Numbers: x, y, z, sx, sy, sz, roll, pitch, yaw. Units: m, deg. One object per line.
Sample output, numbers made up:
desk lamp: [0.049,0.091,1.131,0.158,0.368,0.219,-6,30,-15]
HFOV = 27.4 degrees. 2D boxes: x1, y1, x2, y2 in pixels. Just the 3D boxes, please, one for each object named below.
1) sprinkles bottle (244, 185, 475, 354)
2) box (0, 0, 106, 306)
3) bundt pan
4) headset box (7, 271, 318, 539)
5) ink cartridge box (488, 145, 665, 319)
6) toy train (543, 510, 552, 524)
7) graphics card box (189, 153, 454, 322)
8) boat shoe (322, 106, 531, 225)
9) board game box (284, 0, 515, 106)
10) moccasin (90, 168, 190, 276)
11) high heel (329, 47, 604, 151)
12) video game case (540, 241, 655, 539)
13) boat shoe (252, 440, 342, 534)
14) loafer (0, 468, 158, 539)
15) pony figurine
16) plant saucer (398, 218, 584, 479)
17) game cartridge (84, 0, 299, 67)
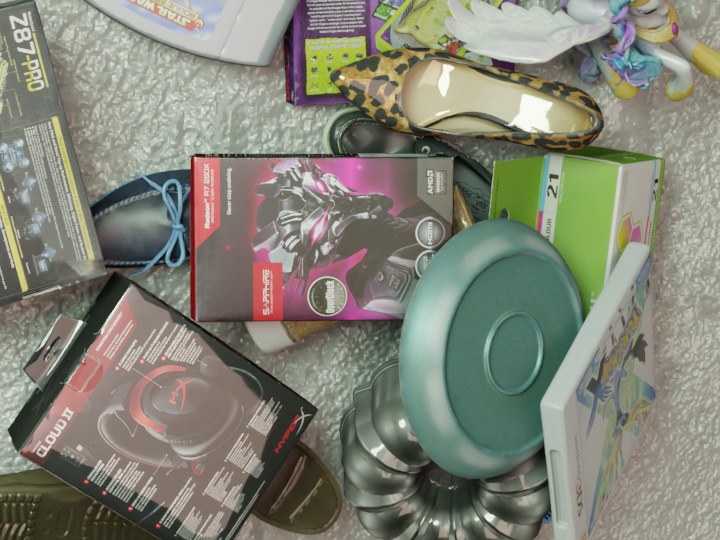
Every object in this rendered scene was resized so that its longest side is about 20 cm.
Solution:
sprinkles bottle: [0.000,0.000,1.185,0.199,0.068,0.069,-23,111,7]
box: [-0.277,-0.071,1.016,0.160,0.049,0.202,-18,107,-16]
bundt pan: [0.074,0.168,1.232,0.200,0.076,0.203,4,119,7]
headset box: [-0.157,0.107,1.111,0.199,0.075,0.149,35,85,-21]
ink cartridge box: [0.176,-0.020,1.221,0.200,0.075,0.149,-14,112,-59]
toy train: [0.138,0.123,1.294,0.114,0.087,0.200,-43,114,0]
graphics card box: [-0.029,-0.025,1.112,0.198,0.051,0.127,0,96,-6]
boat shoe: [0.061,-0.073,1.225,0.199,0.066,0.075,33,90,-24]
board game box: [0.034,-0.201,1.206,0.198,0.032,0.121,-6,109,-21]
moccasin: [-0.125,-0.049,1.158,0.199,0.068,0.081,-19,109,-14]
high heel: [0.086,-0.135,1.148,0.199,0.142,0.072,8,94,-24]
video game case: [0.198,0.108,1.202,0.200,0.022,0.183,-54,145,-40]
boat shoe: [-0.102,0.148,1.216,0.199,0.068,0.072,36,84,-22]
loafer: [-0.230,0.188,1.179,0.199,0.067,0.077,15,101,-39]
pony figurine: [0.192,-0.211,1.180,0.167,0.192,0.200,-64,150,-6]
plant saucer: [0.110,0.062,1.128,0.199,0.027,0.202,-6,100,-40]
game cartridge: [-0.138,-0.239,1.112,0.199,0.042,0.134,24,90,-15]
